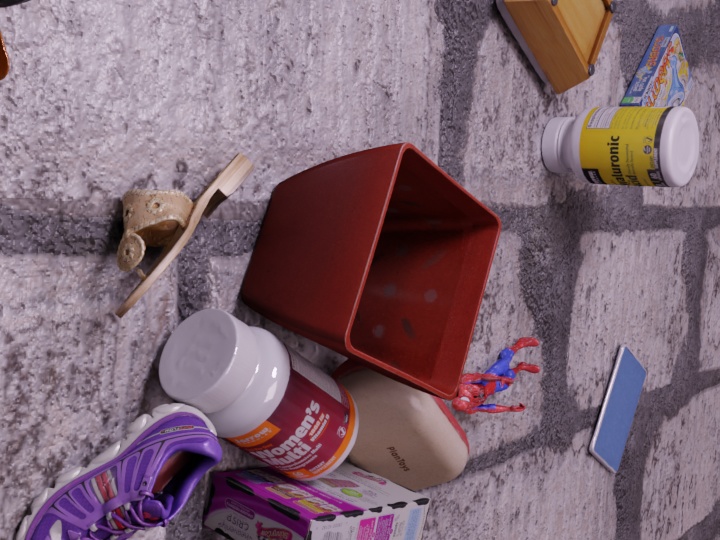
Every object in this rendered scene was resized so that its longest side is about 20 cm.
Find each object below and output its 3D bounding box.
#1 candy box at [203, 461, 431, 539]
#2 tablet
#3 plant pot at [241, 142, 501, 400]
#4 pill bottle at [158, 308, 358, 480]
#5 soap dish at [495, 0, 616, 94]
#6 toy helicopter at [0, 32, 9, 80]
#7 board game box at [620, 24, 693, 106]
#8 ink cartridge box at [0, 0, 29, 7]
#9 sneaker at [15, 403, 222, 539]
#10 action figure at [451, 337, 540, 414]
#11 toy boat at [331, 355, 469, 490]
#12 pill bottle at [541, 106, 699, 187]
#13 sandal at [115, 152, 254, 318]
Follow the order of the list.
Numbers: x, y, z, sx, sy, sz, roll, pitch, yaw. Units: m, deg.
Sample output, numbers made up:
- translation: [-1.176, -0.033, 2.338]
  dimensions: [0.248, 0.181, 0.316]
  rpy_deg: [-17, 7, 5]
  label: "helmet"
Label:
- translation: [-0.040, 0.248, 1.033]
  dimensions: [0.200, 0.136, 0.061]
  rpy_deg: [6, 97, -51]
  label: "candy box"
- translation: [0.447, 0.240, 1.748]
  dimensions: [0.130, 0.014, 0.200]
  rpy_deg: [42, 64, -47]
  label: "tablet"
- translation: [0.000, 0.000, 1.016]
  dimensions: [0.200, 0.176, 0.200]
  rpy_deg: [31, 70, -49]
  label: "plant pot"
- translation: [-0.095, 0.121, 0.968]
  dimensions: [0.200, 0.109, 0.110]
  rpy_deg: [42, 63, -46]
  label: "pill bottle"
- translation: [0.273, -0.364, 1.380]
  dimensions: [0.200, 0.081, 0.157]
  rpy_deg: [44, 62, -47]
  label: "soap dish"
- translation: [-0.300, -0.150, 0.717]
  dimensions: [0.132, 0.079, 0.200]
  rpy_deg: [-52, 144, -45]
  label: "toy helicopter"
- translation: [0.510, -0.303, 1.725]
  dimensions: [0.200, 0.034, 0.135]
  rpy_deg: [-60, 136, -27]
  label: "board game box"
- translation: [-0.283, -0.268, 0.632]
  dimensions: [0.163, 0.057, 0.200]
  rpy_deg: [-55, 132, -74]
  label: "ink cartridge box"
- translation: [-0.201, 0.195, 0.841]
  dimensions: [0.200, 0.083, 0.081]
  rpy_deg: [-44, 129, -9]
  label: "sneaker"
- translation: [0.203, 0.151, 1.364]
  dimensions: [0.200, 0.099, 0.065]
  rpy_deg: [-23, 112, -45]
  label: "action figure"
- translation: [0.040, 0.157, 1.159]
  dimensions: [0.131, 0.130, 0.200]
  rpy_deg: [-90, 155, -44]
  label: "toy boat"
- translation: [0.365, -0.176, 1.428]
  dimensions: [0.111, 0.200, 0.111]
  rpy_deg: [-10, 103, -50]
  label: "pill bottle"
- translation: [-0.177, -0.050, 0.892]
  dimensions: [0.070, 0.078, 0.212]
  rpy_deg: [43, 50, -10]
  label: "sandal"
